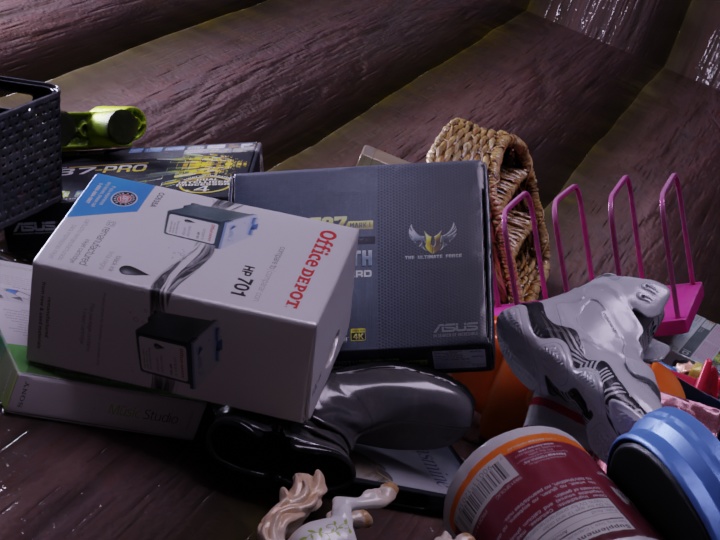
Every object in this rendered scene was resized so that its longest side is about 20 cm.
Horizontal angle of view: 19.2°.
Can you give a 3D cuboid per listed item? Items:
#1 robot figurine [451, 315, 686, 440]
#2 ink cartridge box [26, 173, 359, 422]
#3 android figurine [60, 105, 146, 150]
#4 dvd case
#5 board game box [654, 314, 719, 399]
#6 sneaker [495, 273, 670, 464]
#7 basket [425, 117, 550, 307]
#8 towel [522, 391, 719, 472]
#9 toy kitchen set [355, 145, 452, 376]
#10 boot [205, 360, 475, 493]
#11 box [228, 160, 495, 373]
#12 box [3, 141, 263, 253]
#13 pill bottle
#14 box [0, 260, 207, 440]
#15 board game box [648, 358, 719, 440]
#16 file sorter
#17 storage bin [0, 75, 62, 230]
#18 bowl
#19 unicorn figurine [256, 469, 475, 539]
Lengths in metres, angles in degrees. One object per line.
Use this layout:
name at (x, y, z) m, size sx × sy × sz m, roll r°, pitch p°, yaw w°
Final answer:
robot figurine at (0.172, 0.107, 1.683) m, size 0.199 × 0.117 × 0.144 m, roll 23°, pitch -22°, yaw 8°
ink cartridge box at (-0.113, 0.017, 1.477) m, size 0.199 × 0.086 × 0.147 m, roll 11°, pitch 30°, yaw 7°
android figurine at (-0.282, -0.122, 1.850) m, size 0.181 × 0.041 × 0.200 m, roll -4°, pitch 5°, yaw -35°
dvd case at (-0.014, 0.129, 1.567) m, size 0.199 × 0.018 × 0.143 m, roll 13°, pitch 19°, yaw -24°
board game box at (0.325, 0.098, 1.963) m, size 0.199 × 0.064 × 0.147 m, roll 24°, pitch 19°, yaw 14°
sneaker at (0.197, 0.070, 1.546) m, size 0.115 × 0.075 × 0.200 m, roll -28°, pitch 45°, yaw -22°
basket at (0.130, -0.060, 2.074) m, size 0.149 × 0.143 × 0.200 m, roll 22°, pitch 18°, yaw 8°
towel at (0.182, 0.153, 1.554) m, size 0.144 × 0.023 × 0.200 m, roll 20°, pitch 48°, yaw 2°
toy kitchen set at (0.051, -0.004, 1.760) m, size 0.163 × 0.181 × 0.200 m, roll 21°, pitch 15°, yaw -1°
boot at (-0.012, 0.116, 1.491) m, size 0.199 × 0.070 × 0.132 m, roll 6°, pitch 23°, yaw -8°
box at (0.000, 0.000, 1.591) m, size 0.199 × 0.051 × 0.158 m, roll -2°, pitch 61°, yaw 5°
box at (-0.184, -0.061, 1.771) m, size 0.199 × 0.049 × 0.161 m, roll -2°, pitch 17°, yaw 4°
pill bottle at (0.143, 0.197, 1.381) m, size 0.114 × 0.115 × 0.200 m, roll 10°, pitch 23°, yaw -30°
box at (-0.208, 0.053, 1.546) m, size 0.144 × 0.036 × 0.200 m, roll 11°, pitch 19°, yaw -27°
board game box at (0.261, 0.090, 1.798) m, size 0.200 × 0.039 × 0.158 m, roll 30°, pitch -14°, yaw -18°
file sorter at (0.192, -0.010, 1.891) m, size 0.199 × 0.126 × 0.139 m, roll -7°, pitch 11°, yaw 16°
storage bin at (-0.330, -0.085, 1.632) m, size 0.135 × 0.094 × 0.200 m, roll 10°, pitch 22°, yaw 23°
bowl at (0.221, 0.189, 1.394) m, size 0.039 × 0.201 × 0.201 m, roll -20°, pitch 32°, yaw -14°
unicorn figurine at (0.021, 0.197, 1.344) m, size 0.199 × 0.074 × 0.137 m, roll 13°, pitch 23°, yaw 24°
